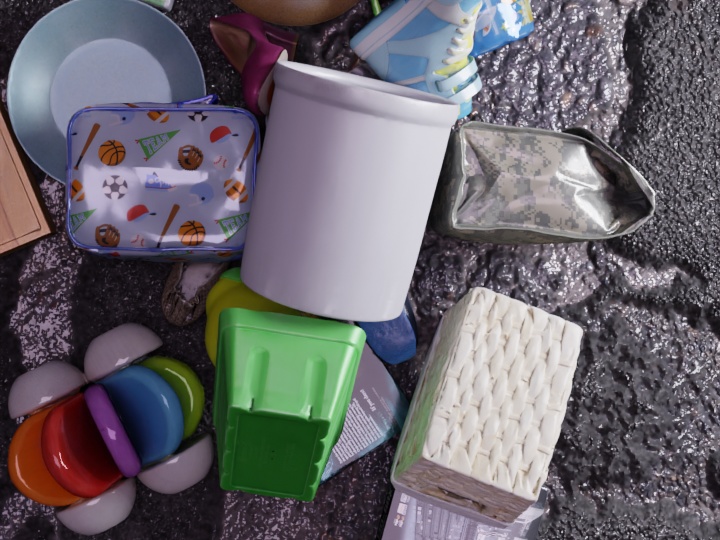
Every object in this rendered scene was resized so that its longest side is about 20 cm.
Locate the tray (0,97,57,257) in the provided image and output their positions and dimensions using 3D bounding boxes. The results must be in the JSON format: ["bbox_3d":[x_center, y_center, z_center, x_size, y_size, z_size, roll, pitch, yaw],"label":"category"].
[{"bbox_3d":[-0.396,-0.112,1.120,0.098,0.037,0.201,-23,90,-4],"label":"tray"}]

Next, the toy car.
[{"bbox_3d":[-0.247,0.157,1.070,0.199,0.150,0.176,-26,91,-4],"label":"toy car"}]

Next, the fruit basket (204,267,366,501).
[{"bbox_3d":[-0.081,0.091,1.055,0.155,0.216,0.217,9,89,-4],"label":"fruit basket"}]

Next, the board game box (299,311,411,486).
[{"bbox_3d":[-0.048,0.107,1.144,0.135,0.028,0.200,-33,92,-2],"label":"board game box"}]

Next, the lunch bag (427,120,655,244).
[{"bbox_3d":[0.178,-0.082,1.092,0.199,0.164,0.118,6,91,-4],"label":"lunch bag"}]

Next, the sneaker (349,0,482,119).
[{"bbox_3d":[0.094,-0.219,1.042,0.131,0.200,0.080,52,49,-11],"label":"sneaker"}]

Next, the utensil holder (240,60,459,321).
[{"bbox_3d":[-0.015,-0.074,1.005,0.169,0.170,0.201,13,104,-4],"label":"utensil holder"}]

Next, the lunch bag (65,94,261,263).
[{"bbox_3d":[-0.186,-0.090,1.076,0.199,0.076,0.161,1,84,-5],"label":"lunch bag"}]

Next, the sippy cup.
[{"bbox_3d":[0.111,-0.285,1.114,0.140,0.177,0.131,-34,105,-44],"label":"sippy cup"}]

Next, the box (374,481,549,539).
[{"bbox_3d":[0.092,0.298,1.140,0.157,0.050,0.201,16,88,-4],"label":"box"}]

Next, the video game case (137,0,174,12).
[{"bbox_3d":[-0.254,-0.389,1.135,0.181,0.022,0.201,17,89,-1],"label":"video game case"}]

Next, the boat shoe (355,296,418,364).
[{"bbox_3d":[0.000,0.000,1.132,0.084,0.069,0.201,-16,96,9],"label":"boat shoe"}]

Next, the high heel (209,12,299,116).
[{"bbox_3d":[-0.118,-0.201,1.067,0.096,0.200,0.068,13,113,-2],"label":"high heel"}]

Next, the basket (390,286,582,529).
[{"bbox_3d":[0.127,0.133,1.079,0.135,0.123,0.201,21,69,-2],"label":"basket"}]

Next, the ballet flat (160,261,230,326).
[{"bbox_3d":[-0.152,-0.036,1.129,0.067,0.046,0.201,25,88,-4],"label":"ballet flat"}]

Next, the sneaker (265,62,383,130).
[{"bbox_3d":[-0.010,-0.157,1.134,0.199,0.082,0.075,-16,66,-20],"label":"sneaker"}]

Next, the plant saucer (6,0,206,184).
[{"bbox_3d":[-0.257,-0.178,1.128,0.200,0.039,0.202,0,90,-3],"label":"plant saucer"}]

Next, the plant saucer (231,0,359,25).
[{"bbox_3d":[-0.069,-0.358,1.144,0.199,0.035,0.201,0,90,-3],"label":"plant saucer"}]
